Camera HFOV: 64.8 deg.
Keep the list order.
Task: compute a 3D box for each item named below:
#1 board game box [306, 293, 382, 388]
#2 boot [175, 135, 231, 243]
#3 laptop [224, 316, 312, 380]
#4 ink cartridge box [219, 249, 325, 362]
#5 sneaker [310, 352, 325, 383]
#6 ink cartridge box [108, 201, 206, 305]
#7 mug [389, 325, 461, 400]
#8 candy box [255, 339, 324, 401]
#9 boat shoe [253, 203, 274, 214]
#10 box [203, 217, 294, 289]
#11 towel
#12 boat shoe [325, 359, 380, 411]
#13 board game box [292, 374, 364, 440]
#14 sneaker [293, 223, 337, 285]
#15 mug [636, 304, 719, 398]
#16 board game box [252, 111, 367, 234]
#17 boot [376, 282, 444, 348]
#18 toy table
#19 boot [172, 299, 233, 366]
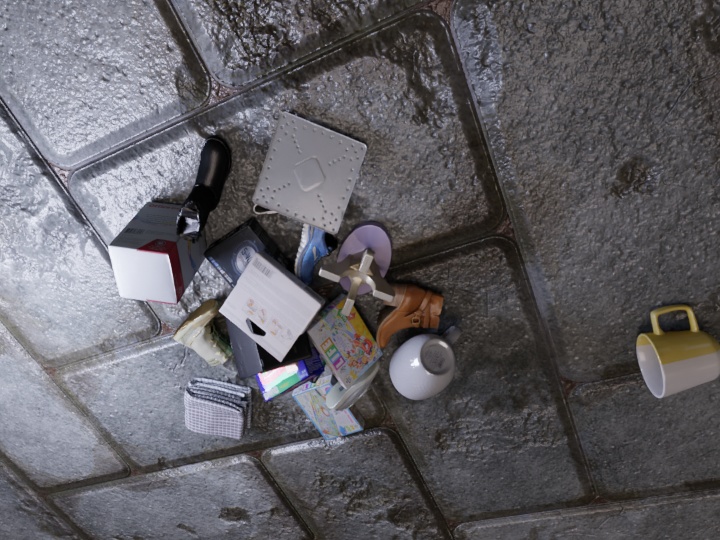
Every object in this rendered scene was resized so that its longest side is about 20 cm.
[{"bbox_3d":[-0.041,0.181,1.445,0.134,0.034,0.202,-40,117,-18],"label":"board game box"},{"bbox_3d":[-0.348,-0.174,1.246,0.072,0.164,0.201,18,124,-5],"label":"boot"},{"bbox_3d":[-0.235,0.152,1.413,0.195,0.116,0.192,-16,82,-7],"label":"laptop"},{"bbox_3d":[-0.210,0.083,1.346,0.199,0.045,0.178,38,104,4],"label":"ink cartridge box"},{"bbox_3d":[-0.124,0.203,1.518,0.086,0.075,0.204,21,113,7],"label":"sneaker"},{"bbox_3d":[-0.464,-0.046,1.328,0.142,0.202,0.147,7,127,5],"label":"ink cartridge box"},{"bbox_3d":[0.177,0.213,1.398,0.148,0.200,0.176,44,158,6],"label":"mug"},{"bbox_3d":[-0.206,0.205,1.460,0.168,0.076,0.203,-33,73,28],"label":"candy box"},{"bbox_3d":[-0.153,-0.167,1.273,0.196,0.070,0.072,-19,118,20],"label":"boat shoe"},{"bbox_3d":[-0.266,-0.010,1.410,0.158,0.044,0.201,-26,115,24],"label":"box"},{"bbox_3d":[-0.425,0.417,1.689,0.195,0.086,0.168,12,125,1],"label":"towel"},{"bbox_3d":[-0.010,0.311,1.559,0.201,0.070,0.071,-46,136,14],"label":"boat shoe"},{"bbox_3d":[-0.091,0.403,1.654,0.132,0.034,0.202,-21,117,21],"label":"board game box"},{"bbox_3d":[-0.102,-0.046,1.339,0.087,0.079,0.203,17,124,1],"label":"sneaker"},{"bbox_3d":[0.747,0.194,1.316,0.150,0.151,0.189,-12,127,8],"label":"mug"},{"bbox_3d":[-0.109,-0.208,1.220,0.196,0.026,0.204,20,99,-4],"label":"board game box"},{"bbox_3d":[0.120,0.127,1.418,0.151,0.074,0.203,10,126,-1],"label":"boot"},{"bbox_3d":[0.000,0.000,1.329,0.179,0.118,0.203,11,125,3],"label":"toy table"},{"bbox_3d":[-0.399,0.174,1.536,0.154,0.073,0.199,43,125,-17],"label":"boot"}]
